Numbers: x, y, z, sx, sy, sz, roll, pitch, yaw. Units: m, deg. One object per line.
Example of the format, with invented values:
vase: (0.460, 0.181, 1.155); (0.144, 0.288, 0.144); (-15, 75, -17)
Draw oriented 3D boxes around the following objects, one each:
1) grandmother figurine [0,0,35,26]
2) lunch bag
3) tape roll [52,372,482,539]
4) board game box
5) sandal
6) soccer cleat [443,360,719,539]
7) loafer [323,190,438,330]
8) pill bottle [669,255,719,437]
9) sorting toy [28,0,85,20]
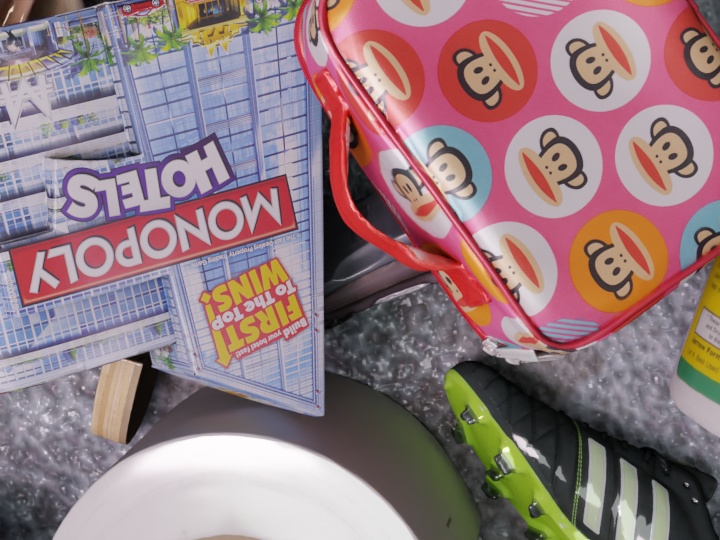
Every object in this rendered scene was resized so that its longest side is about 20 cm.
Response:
grandmother figurine: (-0.197, -0.066, 0.824); (0.060, 0.121, 0.201); (13, 93, -27)
lunch bag: (0.068, -0.065, 0.757); (0.176, 0.082, 0.200); (-35, 95, -14)
tape roll: (-0.046, 0.160, 0.869); (0.202, 0.139, 0.204); (2, 100, 10)
board game box: (-0.094, -0.018, 0.775); (0.199, 0.062, 0.201); (-18, 100, -25)
sandal: (-0.124, -0.017, 0.883); (0.069, 0.078, 0.213); (17, 107, 3)
soccer cleat: (0.124, 0.112, 0.877); (0.081, 0.068, 0.200); (-41, 80, -19)
loafer: (0.000, 0.000, 0.862); (0.199, 0.072, 0.063); (-22, 129, 27)
pill bottle: (0.225, -0.015, 0.808); (0.112, 0.113, 0.201); (18, 101, 6)
sorting toy: (-0.203, -0.062, 0.878); (0.199, 0.036, 0.186); (-25, 72, 21)
